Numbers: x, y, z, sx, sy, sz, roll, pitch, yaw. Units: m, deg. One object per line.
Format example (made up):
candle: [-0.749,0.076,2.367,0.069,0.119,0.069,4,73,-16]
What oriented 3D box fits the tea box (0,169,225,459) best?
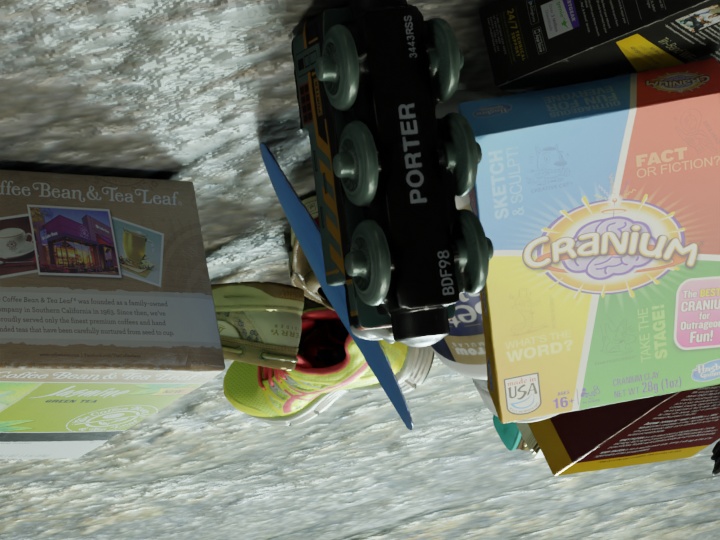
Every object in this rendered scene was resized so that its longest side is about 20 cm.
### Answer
tea box: [-0.226,0.031,1.547,0.199,0.134,0.197,2,158,-36]

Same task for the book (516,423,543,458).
book: [0.230,0.073,2.036,0.133,0.048,0.200,-2,139,-31]

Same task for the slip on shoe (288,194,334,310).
slip on shoe: [-0.011,0.003,1.718,0.076,0.061,0.200,-10,163,-3]

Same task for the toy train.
toy train: [0.013,-0.057,1.337,0.085,0.201,0.114,-7,177,-20]

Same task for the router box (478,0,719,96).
router box: [0.184,-0.133,1.423,0.157,0.052,0.200,-21,160,26]

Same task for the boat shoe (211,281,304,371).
boat shoe: [-0.124,0.048,1.745,0.200,0.063,0.073,-9,168,42]

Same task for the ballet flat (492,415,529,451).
ballet flat: [0.162,0.113,2.188,0.072,0.068,0.200,-29,164,-9]

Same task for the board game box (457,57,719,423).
board game box: [0.141,-0.015,1.416,0.152,0.040,0.201,-11,123,-3]

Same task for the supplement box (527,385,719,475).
supplement box: [0.234,0.036,1.759,0.200,0.133,0.197,-38,158,32]

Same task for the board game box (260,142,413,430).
board game box: [0.000,0.000,1.515,0.039,0.200,0.158,-28,139,-6]

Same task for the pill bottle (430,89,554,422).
pill bottle: [0.080,-0.003,1.519,0.111,0.111,0.200,-16,126,16]

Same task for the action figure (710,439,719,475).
action figure: [0.311,0.105,1.676,0.119,0.102,0.200,-32,163,-21]

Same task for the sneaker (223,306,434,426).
sneaker: [-0.042,0.063,1.871,0.200,0.078,0.090,-19,151,39]
